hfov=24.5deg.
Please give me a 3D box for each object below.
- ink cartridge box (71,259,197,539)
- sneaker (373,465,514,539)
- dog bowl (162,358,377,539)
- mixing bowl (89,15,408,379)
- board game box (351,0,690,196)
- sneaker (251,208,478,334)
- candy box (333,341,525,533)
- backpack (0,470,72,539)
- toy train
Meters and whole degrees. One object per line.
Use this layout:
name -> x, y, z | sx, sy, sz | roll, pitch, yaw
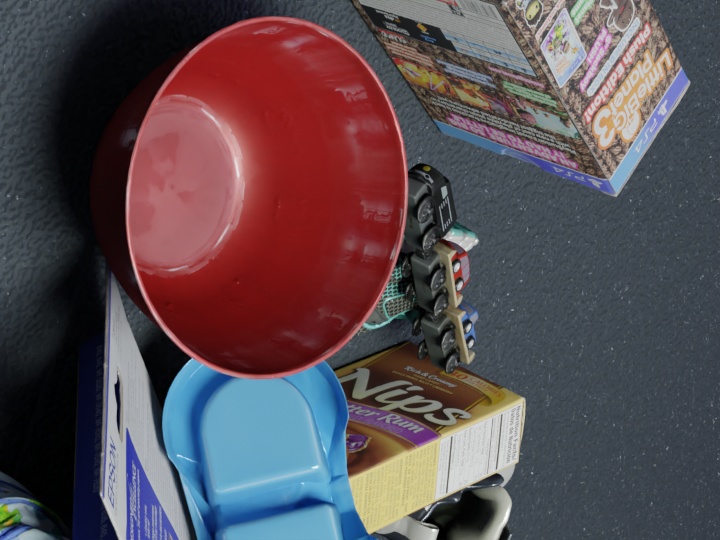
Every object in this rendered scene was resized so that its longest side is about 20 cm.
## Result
ink cartridge box -> -0.132, 0.132, 0.942 | 0.047, 0.198, 0.201 | -15, 126, 4
sneaker -> 0.079, 0.171, 1.225 | 0.198, 0.129, 0.080 | 7, 104, -49
dog bowl -> -0.052, 0.139, 0.990 | 0.111, 0.201, 0.050 | -12, 164, -5
mixing bowl -> -0.079, -0.045, 0.951 | 0.199, 0.108, 0.202 | -8, 103, -41
board game box -> 0.095, -0.161, 1.060 | 0.097, 0.159, 0.200 | -55, 139, -13
sneaker -> 0.000, 0.000, 1.104 | 0.199, 0.077, 0.092 | 8, 106, -47
candy box -> 0.004, 0.116, 1.129 | 0.199, 0.116, 0.057 | -18, 121, -42
backpack -> -0.209, 0.201, 0.935 | 0.163, 0.153, 0.201 | -32, 117, -25
toy train -> 0.050, 0.002, 1.087 | 0.046, 0.034, 0.201 | -51, 150, -26
